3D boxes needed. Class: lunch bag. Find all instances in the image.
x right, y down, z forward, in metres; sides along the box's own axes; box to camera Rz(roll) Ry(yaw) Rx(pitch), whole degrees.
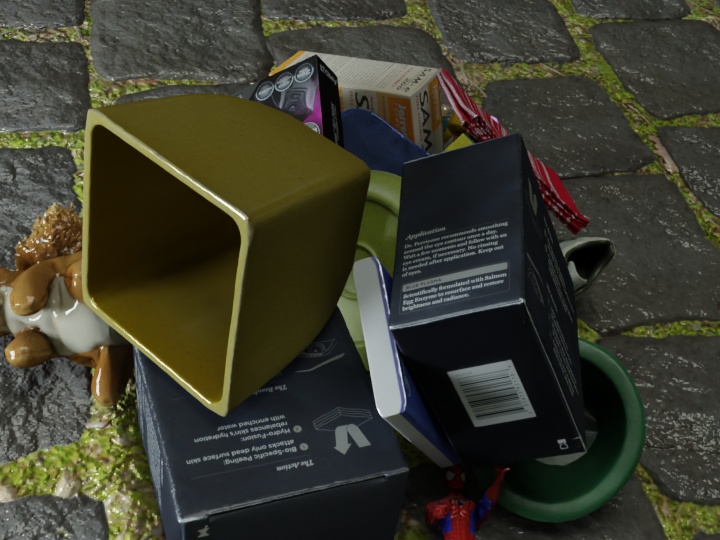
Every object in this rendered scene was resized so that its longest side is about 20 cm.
[{"bbox_3d":[0.003,-0.071,1.221,0.199,0.133,0.136,38,46,15],"label":"lunch bag"}]

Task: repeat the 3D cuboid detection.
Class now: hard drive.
[{"bbox_3d":[0.043,0.086,0.959,0.025,0.200,0.134,-15,65,12],"label":"hard drive"}]

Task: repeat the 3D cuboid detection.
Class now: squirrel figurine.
[{"bbox_3d":[-0.311,0.023,1.091,0.183,0.144,0.201,2,28,7],"label":"squirrel figurine"}]

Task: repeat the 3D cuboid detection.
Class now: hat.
[{"bbox_3d":[0.196,0.158,1.103,0.200,0.176,0.166,-43,75,-7],"label":"hat"}]

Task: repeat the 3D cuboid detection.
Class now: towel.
[{"bbox_3d":[0.165,-0.132,1.204,0.199,0.022,0.145,39,17,-27],"label":"towel"}]

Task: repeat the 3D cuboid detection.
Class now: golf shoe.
[{"bbox_3d":[0.190,0.021,1.166,0.199,0.097,0.079,-39,93,-26],"label":"golf shoe"}]

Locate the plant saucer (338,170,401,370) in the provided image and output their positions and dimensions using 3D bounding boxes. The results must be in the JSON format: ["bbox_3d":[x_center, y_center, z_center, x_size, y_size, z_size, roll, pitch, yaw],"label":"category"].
[{"bbox_3d":[0.000,0.000,1.108,0.199,0.202,0.031,33,15,24],"label":"plant saucer"}]

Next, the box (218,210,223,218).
[{"bbox_3d":[-0.172,-0.041,1.108,0.067,0.202,0.083,2,44,-8],"label":"box"}]

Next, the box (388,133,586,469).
[{"bbox_3d":[0.114,0.029,0.953,0.115,0.198,0.202,-12,42,19],"label":"box"}]

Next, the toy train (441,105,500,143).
[{"bbox_3d":[0.124,-0.146,1.352,0.198,0.150,0.056,23,76,24],"label":"toy train"}]

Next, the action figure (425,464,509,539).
[{"bbox_3d":[0.092,0.237,0.945,0.064,0.100,0.202,6,41,-6],"label":"action figure"}]

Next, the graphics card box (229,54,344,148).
[{"bbox_3d":[-0.077,-0.108,1.123,0.124,0.051,0.203,-19,58,25],"label":"graphics card box"}]

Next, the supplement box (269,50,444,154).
[{"bbox_3d":[-0.003,-0.178,1.302,0.197,0.128,0.074,13,39,30],"label":"supplement box"}]

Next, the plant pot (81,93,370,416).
[{"bbox_3d":[-0.101,-0.040,0.945,0.193,0.198,0.199,33,41,28],"label":"plant pot"}]

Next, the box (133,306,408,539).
[{"bbox_3d":[-0.086,0.153,0.971,0.193,0.119,0.201,-8,45,-18],"label":"box"}]

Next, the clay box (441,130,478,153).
[{"bbox_3d":[0.141,-0.095,1.179,0.115,0.048,0.200,48,15,0],"label":"clay box"}]
